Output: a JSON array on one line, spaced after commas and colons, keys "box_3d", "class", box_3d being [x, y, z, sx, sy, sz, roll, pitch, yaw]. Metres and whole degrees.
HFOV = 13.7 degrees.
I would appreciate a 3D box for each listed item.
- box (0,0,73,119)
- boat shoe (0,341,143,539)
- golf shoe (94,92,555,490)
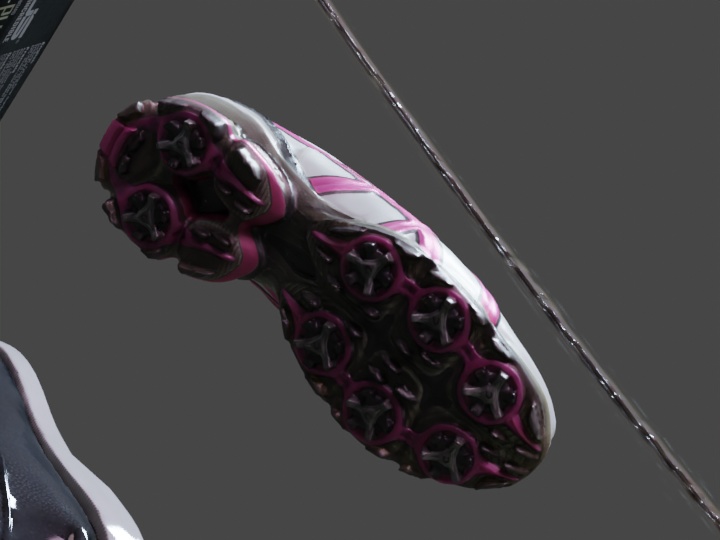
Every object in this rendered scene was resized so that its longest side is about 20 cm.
[{"box_3d": [-0.171, -0.123, 0.945, 0.164, 0.200, 0.086, 39, 24, 11], "class": "box"}, {"box_3d": [-0.118, 0.053, 0.792, 0.060, 0.076, 0.200, 26, 0, -31], "class": "boat shoe"}, {"box_3d": [0.000, 0.000, 1.099, 0.200, 0.073, 0.092, 42, 23, 15], "class": "golf shoe"}]
